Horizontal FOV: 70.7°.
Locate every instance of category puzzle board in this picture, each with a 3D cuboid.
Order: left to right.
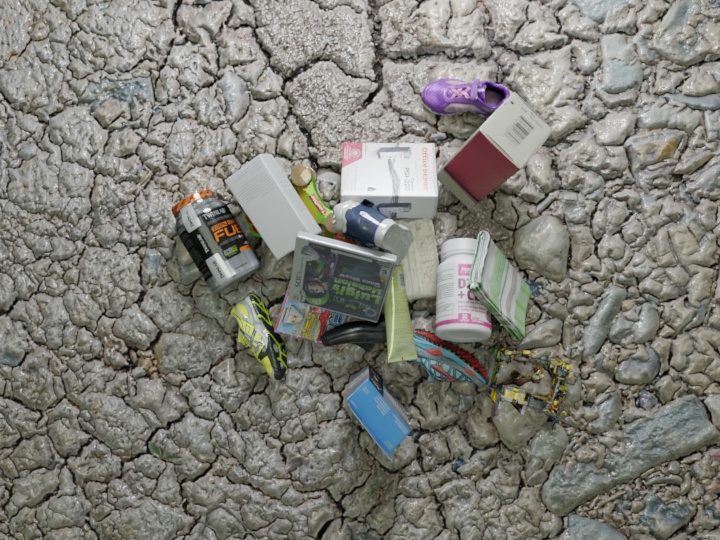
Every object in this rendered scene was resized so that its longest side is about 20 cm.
[{"bbox_3d":[-0.090,0.062,1.128,0.150,0.017,0.201,17,93,-19],"label":"puzzle board"}]

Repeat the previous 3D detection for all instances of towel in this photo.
[{"bbox_3d":[0.107,-0.029,1.134,0.132,0.034,0.201,-8,94,3],"label":"towel"},{"bbox_3d":[0.295,0.030,1.049,0.200,0.031,0.149,42,52,-29],"label":"towel"}]

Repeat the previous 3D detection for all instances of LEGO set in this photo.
[{"bbox_3d":[0.372,0.248,1.101,0.199,0.116,0.154,22,93,0],"label":"LEGO set"}]

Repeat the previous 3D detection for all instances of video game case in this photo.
[{"bbox_3d":[-0.042,0.018,1.035,0.199,0.023,0.182,14,132,0],"label":"video game case"}]

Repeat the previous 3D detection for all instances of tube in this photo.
[{"bbox_3d":[0.076,0.092,1.080,0.058,0.052,0.201,-9,80,9],"label":"tube"}]

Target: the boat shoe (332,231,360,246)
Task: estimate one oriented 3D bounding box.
[{"bbox_3d":[0.000,0.000,1.104,0.071,0.063,0.200,-12,125,37],"label":"boat shoe"}]

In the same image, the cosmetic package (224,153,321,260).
[{"bbox_3d":[-0.181,-0.134,1.066,0.102,0.074,0.200,-31,96,17],"label":"cosmetic package"}]

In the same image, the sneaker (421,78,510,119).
[{"bbox_3d":[0.231,-0.374,1.085,0.199,0.088,0.081,7,95,2],"label":"sneaker"}]

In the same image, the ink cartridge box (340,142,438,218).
[{"bbox_3d":[0.059,-0.190,1.074,0.199,0.085,0.146,1,62,-1],"label":"ink cartridge box"}]

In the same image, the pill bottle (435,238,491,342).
[{"bbox_3d":[0.216,0.041,1.069,0.113,0.113,0.201,3,69,1],"label":"pill bottle"}]

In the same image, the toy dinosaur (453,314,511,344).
[{"bbox_3d":[0.288,0.086,1.116,0.102,0.077,0.201,17,98,-13],"label":"toy dinosaur"}]

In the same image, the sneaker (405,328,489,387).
[{"bbox_3d":[0.188,0.212,1.135,0.200,0.079,0.096,30,107,6],"label":"sneaker"}]

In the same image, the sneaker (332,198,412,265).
[{"bbox_3d":[0.018,-0.085,1.043,0.146,0.200,0.081,29,88,21],"label":"sneaker"}]

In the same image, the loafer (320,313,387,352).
[{"bbox_3d":[0.013,0.147,1.120,0.199,0.073,0.073,-11,99,-5],"label":"loafer"}]

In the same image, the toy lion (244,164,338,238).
[{"bbox_3d":[-0.153,-0.125,1.125,0.192,0.069,0.200,-36,92,10],"label":"toy lion"}]

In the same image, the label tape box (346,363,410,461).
[{"bbox_3d":[0.039,0.290,1.069,0.066,0.200,0.143,-38,92,1],"label":"label tape box"}]

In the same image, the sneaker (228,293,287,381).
[{"bbox_3d":[-0.226,0.156,1.138,0.076,0.075,0.200,-25,82,10],"label":"sneaker"}]

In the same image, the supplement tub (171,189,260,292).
[{"bbox_3d":[-0.314,-0.064,1.096,0.122,0.123,0.200,-30,93,3],"label":"supplement tub"}]

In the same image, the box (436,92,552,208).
[{"bbox_3d":[0.261,-0.233,1.022,0.109,0.200,0.128,43,68,-1],"label":"box"}]
